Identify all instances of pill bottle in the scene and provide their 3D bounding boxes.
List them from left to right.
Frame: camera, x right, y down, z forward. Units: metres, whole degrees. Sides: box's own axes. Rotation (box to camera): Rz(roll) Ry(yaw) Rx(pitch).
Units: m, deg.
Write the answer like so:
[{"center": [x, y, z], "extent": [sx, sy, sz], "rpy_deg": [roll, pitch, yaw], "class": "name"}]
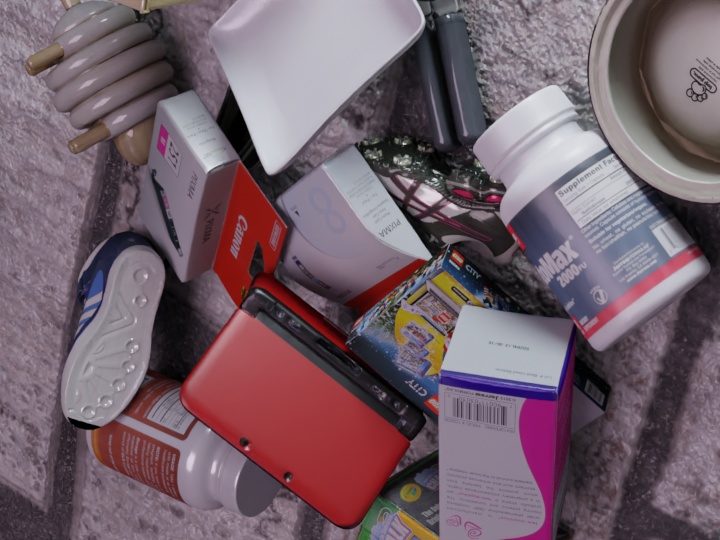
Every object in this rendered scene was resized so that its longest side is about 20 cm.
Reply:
[{"center": [-0.178, 0.180, 1.749], "extent": [0.199, 0.112, 0.113], "rpy_deg": [20, 114, 31], "class": "pill bottle"}, {"center": [0.185, -0.046, 1.402], "extent": [0.120, 0.119, 0.201], "rpy_deg": [-42, 78, 37], "class": "pill bottle"}]

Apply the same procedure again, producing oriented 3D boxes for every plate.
[{"center": [-0.036, -0.210, 1.503], "extent": [0.200, 0.032, 0.200], "rpy_deg": [-43, 49, 22], "class": "plate"}]

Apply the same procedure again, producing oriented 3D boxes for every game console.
[{"center": [-0.051, 0.114, 1.545], "extent": [0.200, 0.172, 0.119], "rpy_deg": [39, 96, -6], "class": "game console"}]

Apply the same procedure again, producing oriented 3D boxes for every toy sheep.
[{"center": [-0.255, -0.197, 1.686], "extent": [0.137, 0.138, 0.201], "rpy_deg": [-19, 103, 39], "class": "toy sheep"}]

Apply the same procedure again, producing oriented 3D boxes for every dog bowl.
[{"center": [0.282, -0.158, 1.330], "extent": [0.199, 0.074, 0.202], "rpy_deg": [12, 110, 34], "class": "dog bowl"}]

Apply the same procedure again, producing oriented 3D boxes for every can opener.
[{"center": [0.060, -0.205, 1.485], "extent": [0.053, 0.067, 0.202], "rpy_deg": [-13, 88, 36], "class": "can opener"}]

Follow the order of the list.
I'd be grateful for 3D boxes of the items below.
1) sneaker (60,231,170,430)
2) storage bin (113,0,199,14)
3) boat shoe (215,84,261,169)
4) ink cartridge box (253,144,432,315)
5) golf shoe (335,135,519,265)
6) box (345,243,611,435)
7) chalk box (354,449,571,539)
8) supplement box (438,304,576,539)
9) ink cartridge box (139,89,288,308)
[{"center": [-0.263, 0.057, 1.764], "extent": [0.202, 0.080, 0.146], "rpy_deg": [-70, 20, 2], "class": "sneaker"}, {"center": [-0.155, -0.346, 1.523], "extent": [0.093, 0.199, 0.200], "rpy_deg": [24, 117, 28], "class": "storage bin"}, {"center": [-0.088, -0.176, 1.608], "extent": [0.071, 0.063, 0.201], "rpy_deg": [38, 122, 22], "class": "boat shoe"}, {"center": [0.000, 0.000, 1.556], "extent": [0.201, 0.047, 0.160], "rpy_deg": [56, 148, -1], "class": "ink cartridge box"}, {"center": [0.060, -0.066, 1.524], "extent": [0.199, 0.077, 0.089], "rpy_deg": [19, 119, 32], "class": "golf shoe"}, {"center": [0.104, 0.084, 1.502], "extent": [0.200, 0.038, 0.136], "rpy_deg": [41, 129, -12], "class": "box"}, {"center": [0.070, 0.259, 1.576], "extent": [0.199, 0.124, 0.125], "rpy_deg": [32, 122, 27], "class": "chalk box"}, {"center": [0.125, 0.142, 1.446], "extent": [0.100, 0.104, 0.201], "rpy_deg": [8, 126, 13], "class": "supplement box"}, {"center": [-0.148, -0.048, 1.644], "extent": [0.174, 0.043, 0.200], "rpy_deg": [56, 153, 21], "class": "ink cartridge box"}]
